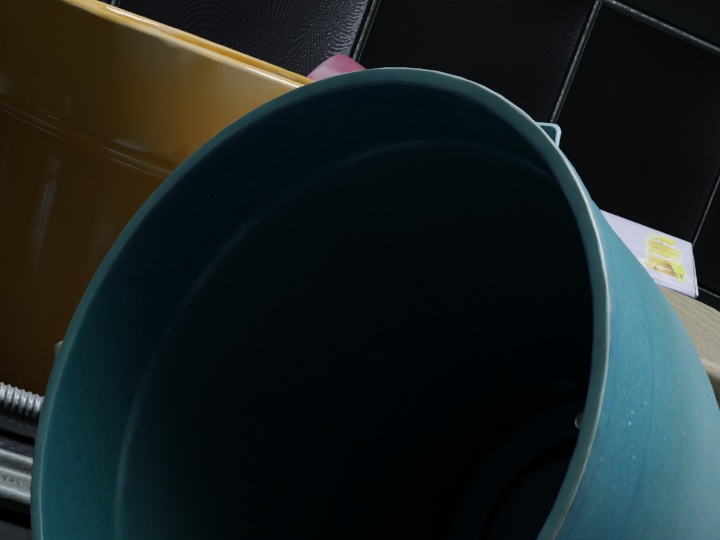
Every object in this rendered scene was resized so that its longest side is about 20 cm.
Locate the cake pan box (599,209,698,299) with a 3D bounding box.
[{"bbox_3d":[0.094,0.028,1.057,0.183,0.200,0.053,19,48,-15],"label":"cake pan box"}]

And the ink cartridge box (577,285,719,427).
[{"bbox_3d":[0.132,0.053,0.758,0.164,0.076,0.200,20,11,-19],"label":"ink cartridge box"}]

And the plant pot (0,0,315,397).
[{"bbox_3d":[-0.108,-0.025,0.781,0.199,0.185,0.200,20,7,-2],"label":"plant pot"}]

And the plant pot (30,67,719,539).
[{"bbox_3d":[0.032,0.068,0.509,0.199,0.201,0.188,27,-4,43],"label":"plant pot"}]

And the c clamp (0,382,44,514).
[{"bbox_3d":[-0.161,0.055,0.660,0.198,0.027,0.171,21,8,-6],"label":"c clamp"}]

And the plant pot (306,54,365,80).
[{"bbox_3d":[-0.009,-0.134,1.949,0.179,0.201,0.200,38,10,11],"label":"plant pot"}]

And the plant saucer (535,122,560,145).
[{"bbox_3d":[0.071,-0.006,0.906,0.069,0.201,0.019,6,-36,7],"label":"plant saucer"}]

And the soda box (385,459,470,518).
[{"bbox_3d":[0.058,0.112,0.697,0.199,0.068,0.064,14,10,-43],"label":"soda box"}]

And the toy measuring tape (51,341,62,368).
[{"bbox_3d":[-0.041,0.061,0.678,0.073,0.074,0.200,27,-3,41],"label":"toy measuring tape"}]
